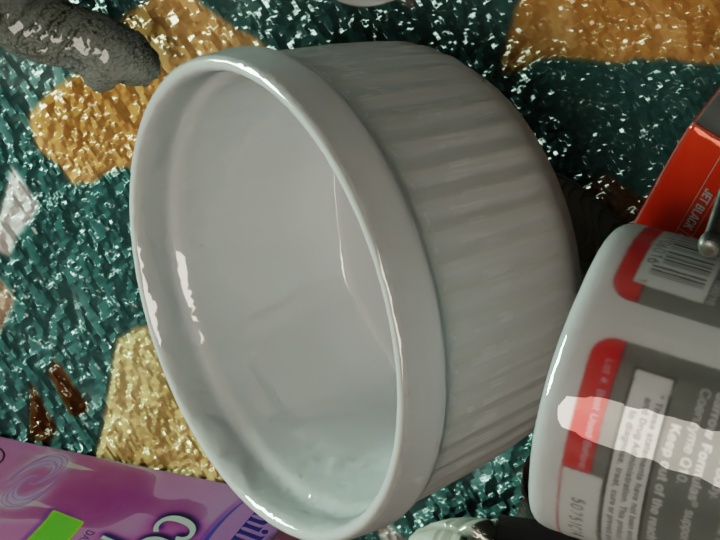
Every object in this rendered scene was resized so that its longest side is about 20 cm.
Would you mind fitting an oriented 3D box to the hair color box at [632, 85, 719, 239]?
[{"bbox_3d":[0.211,0.000,0.790,0.200,0.102,0.061,31,123,9],"label":"hair color box"}]

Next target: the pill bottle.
[{"bbox_3d":[0.168,0.063,0.712,0.200,0.114,0.114,17,119,16],"label":"pill bottle"}]

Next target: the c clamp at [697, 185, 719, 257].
[{"bbox_3d":[0.227,-0.066,0.725,0.200,0.171,0.027,-1,138,20],"label":"c clamp"}]

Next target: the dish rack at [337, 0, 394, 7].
[{"bbox_3d":[0.043,-0.206,0.806,0.200,0.044,0.172,-15,107,29],"label":"dish rack"}]

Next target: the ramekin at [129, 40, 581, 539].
[{"bbox_3d":[0.000,0.000,0.845,0.200,0.105,0.200,32,131,46],"label":"ramekin"}]

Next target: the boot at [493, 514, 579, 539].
[{"bbox_3d":[0.151,0.172,0.875,0.200,0.066,0.165,1,131,6],"label":"boot"}]

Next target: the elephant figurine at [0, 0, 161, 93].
[{"bbox_3d":[-0.190,-0.170,0.897,0.200,0.155,0.142,3,71,12],"label":"elephant figurine"}]

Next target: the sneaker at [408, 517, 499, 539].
[{"bbox_3d":[0.084,0.196,0.969,0.085,0.077,0.200,-18,108,54],"label":"sneaker"}]

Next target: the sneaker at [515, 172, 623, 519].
[{"bbox_3d":[0.091,0.061,0.887,0.106,0.075,0.200,-26,102,28],"label":"sneaker"}]

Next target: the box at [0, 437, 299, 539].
[{"bbox_3d":[-0.149,0.172,0.989,0.200,0.176,0.097,10,117,20],"label":"box"}]
